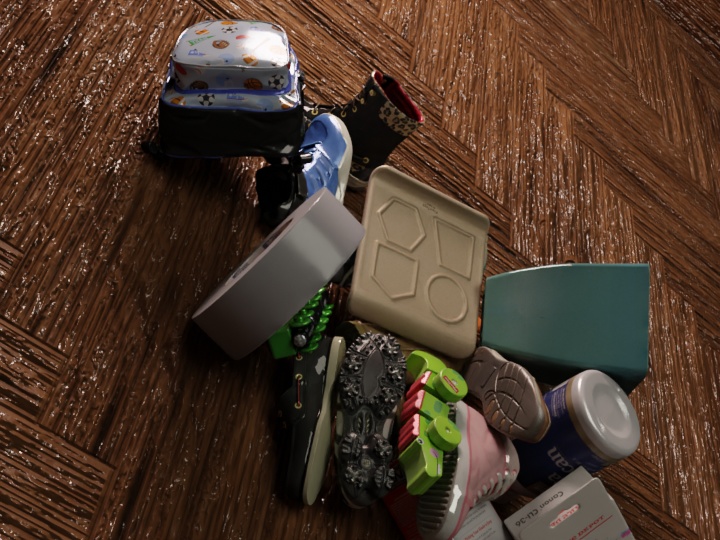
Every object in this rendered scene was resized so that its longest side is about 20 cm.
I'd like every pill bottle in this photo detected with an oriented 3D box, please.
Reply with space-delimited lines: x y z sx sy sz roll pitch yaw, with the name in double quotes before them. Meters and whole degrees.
"pill bottle" 0.231 0.212 1.295 0.111 0.200 0.111 27 44 -29

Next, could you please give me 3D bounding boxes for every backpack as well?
"backpack" -0.155 -0.220 1.284 0.199 0.154 0.191 5 29 -8

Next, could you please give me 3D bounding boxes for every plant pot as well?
"plant pot" 0.254 0.071 1.353 0.199 0.141 0.142 5 72 6

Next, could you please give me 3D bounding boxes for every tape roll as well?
"tape roll" -0.087 0.003 1.133 0.066 0.200 0.200 45 35 -8

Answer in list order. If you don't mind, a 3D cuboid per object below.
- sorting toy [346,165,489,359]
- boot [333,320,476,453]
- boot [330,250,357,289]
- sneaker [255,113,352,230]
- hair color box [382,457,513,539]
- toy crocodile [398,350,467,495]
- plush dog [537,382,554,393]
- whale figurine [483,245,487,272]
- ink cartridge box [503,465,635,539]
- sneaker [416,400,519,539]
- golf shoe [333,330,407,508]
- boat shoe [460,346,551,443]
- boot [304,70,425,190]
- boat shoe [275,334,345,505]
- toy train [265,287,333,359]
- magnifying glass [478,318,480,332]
"sorting toy" 0.073 -0.008 1.318 0.185 0.036 0.200 24 62 -24
"boot" 0.075 0.131 1.297 0.200 0.066 0.176 2 64 -44
"boot" 0.000 0.000 1.316 0.200 0.073 0.090 -22 74 -34
"sneaker" -0.077 -0.130 1.353 0.111 0.077 0.200 25 60 -39
"hair color box" 0.106 0.294 1.206 0.101 0.061 0.200 -15 71 -53
"toy crocodile" 0.071 0.163 1.162 0.062 0.068 0.200 32 35 -13
"plush dog" 0.313 0.070 1.509 0.171 0.161 0.200 -16 64 -9
"whale figurine" 0.098 -0.030 1.475 0.159 0.104 0.200 -3 31 -13
"ink cartridge box" 0.247 0.310 1.230 0.200 0.116 0.068 58 -5 -35
"sneaker" 0.126 0.233 1.161 0.105 0.075 0.200 35 32 -12
"golf shoe" 0.001 0.165 1.169 0.078 0.095 0.200 14 59 -5
"boat shoe" 0.182 0.148 1.238 0.072 0.076 0.200 33 9 -19
"boot" -0.022 -0.219 1.450 0.200 0.151 0.073 44 35 -9
"boat shoe" -0.059 0.159 1.147 0.063 0.074 0.202 3 54 6
"toy train" -0.068 0.054 1.188 0.200 0.056 0.042 -73 148 -76
"magnifying glass" 0.108 0.092 1.430 0.200 0.022 0.080 -16 72 -51
